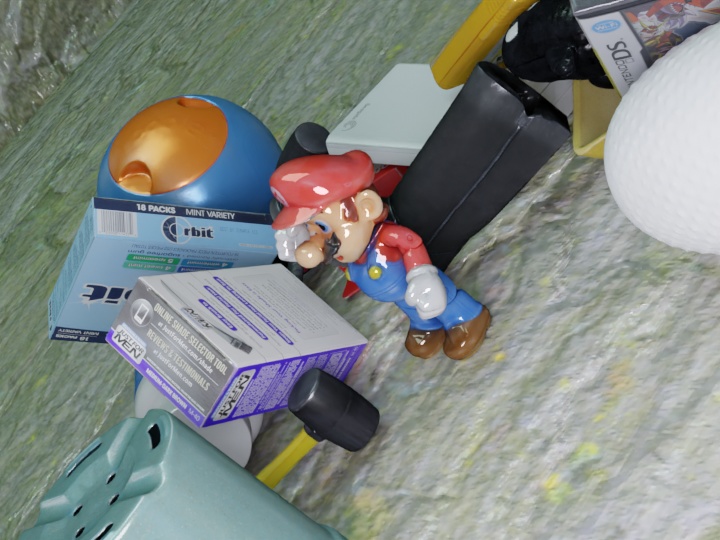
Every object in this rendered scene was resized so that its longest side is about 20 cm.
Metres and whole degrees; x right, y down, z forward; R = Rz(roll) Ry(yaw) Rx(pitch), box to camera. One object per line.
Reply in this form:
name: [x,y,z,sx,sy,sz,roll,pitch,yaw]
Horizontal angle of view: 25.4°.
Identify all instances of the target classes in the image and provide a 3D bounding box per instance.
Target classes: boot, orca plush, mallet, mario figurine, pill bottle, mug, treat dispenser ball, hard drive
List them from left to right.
treat dispenser ball: [-0.170,-0.079,1.643,0.200,0.201,0.201,-37,23,19]
pill bottle: [-0.141,0.103,1.386,0.112,0.112,0.200,-41,21,11]
mallet: [-0.077,0.154,1.226,0.200,0.066,0.041,-40,24,14]
mallet: [-0.051,-0.048,1.407,0.201,0.041,0.066,-91,22,-46]
mario figurine: [0.000,0.000,1.196,0.123,0.200,0.106,-32,24,29]
boot: [0.047,-0.082,1.263,0.200,0.164,0.066,-48,33,31]
hard drive: [0.083,-0.137,1.407,0.199,0.027,0.132,7,43,39]
orca plush: [0.175,-0.156,1.175,0.199,0.106,0.071,13,53,37]
mug: [0.258,-0.091,1.002,0.199,0.149,0.175,-25,4,-32]

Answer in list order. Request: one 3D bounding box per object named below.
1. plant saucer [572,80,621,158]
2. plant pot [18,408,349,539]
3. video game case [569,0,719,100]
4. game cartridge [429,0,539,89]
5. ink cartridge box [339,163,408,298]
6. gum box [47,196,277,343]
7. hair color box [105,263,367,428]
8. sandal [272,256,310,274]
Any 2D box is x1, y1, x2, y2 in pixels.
plant saucer: [0.258,-0.176,1.251,0.199,0.048,0.201,-33,25,26]
plant pot: [-0.107,0.206,1.033,0.200,0.196,0.201,-37,22,18]
video game case: [0.248,-0.163,1.022,0.199,0.181,0.026,-12,71,17]
game cartridge: [0.164,-0.220,1.332,0.175,0.033,0.200,-22,-5,-18]
ink cartridge box: [0.018,-0.077,1.479,0.116,0.067,0.201,-33,25,28]
gum box: [-0.187,0.008,1.479,0.200,0.169,0.045,128,141,-54]
hair color box: [-0.092,0.054,1.247,0.065,0.109,0.200,-57,-23,18]
sandal: [-0.055,-0.041,1.523,0.075,0.045,0.201,77,-151,-70]
